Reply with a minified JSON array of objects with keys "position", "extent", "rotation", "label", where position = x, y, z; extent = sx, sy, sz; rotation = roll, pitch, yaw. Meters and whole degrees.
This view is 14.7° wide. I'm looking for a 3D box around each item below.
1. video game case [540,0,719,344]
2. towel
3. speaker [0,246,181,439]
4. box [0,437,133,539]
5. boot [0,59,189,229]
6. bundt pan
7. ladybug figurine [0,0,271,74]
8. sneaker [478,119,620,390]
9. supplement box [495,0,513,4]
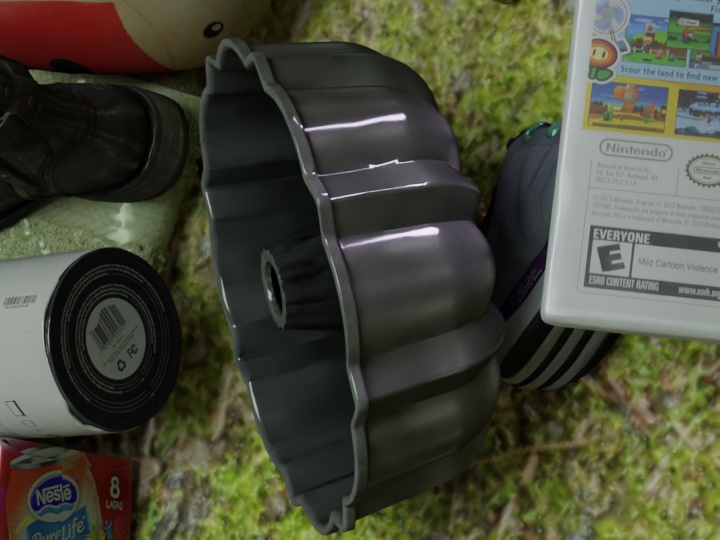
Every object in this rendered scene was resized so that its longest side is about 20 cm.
[{"position":[0.174,-0.060,1.018],"extent":[0.200,0.023,0.182],"rotation":[6,84,7],"label":"video game case"},{"position":[-0.160,-0.041,1.308],"extent":[0.200,0.036,0.149],"rotation":[18,93,37],"label":"towel"},{"position":[-0.176,0.037,1.241],"extent":[0.200,0.081,0.081],"rotation":[-7,77,42],"label":"speaker"},{"position":[-0.207,0.132,1.271],"extent":[0.200,0.095,0.100],"rotation":[-5,78,35],"label":"box"},{"position":[-0.190,-0.066,1.202],"extent":[0.200,0.174,0.069],"rotation":[-8,77,36],"label":"boot"},{"position":[0.000,0.000,1.109],"extent":[0.202,0.076,0.202],"rotation":[168,90,-75],"label":"bundt pan"},{"position":[-0.122,-0.131,1.248],"extent":[0.200,0.136,0.072],"rotation":[9,113,34],"label":"ladybug figurine"},{"position":[0.097,-0.051,1.101],"extent":[0.200,0.074,0.088],"rotation":[-52,51,17],"label":"sneaker"},{"position":[0.005,-0.204,1.117],"extent":[0.103,0.200,0.131],"rotation":[37,104,36],"label":"supplement box"}]
